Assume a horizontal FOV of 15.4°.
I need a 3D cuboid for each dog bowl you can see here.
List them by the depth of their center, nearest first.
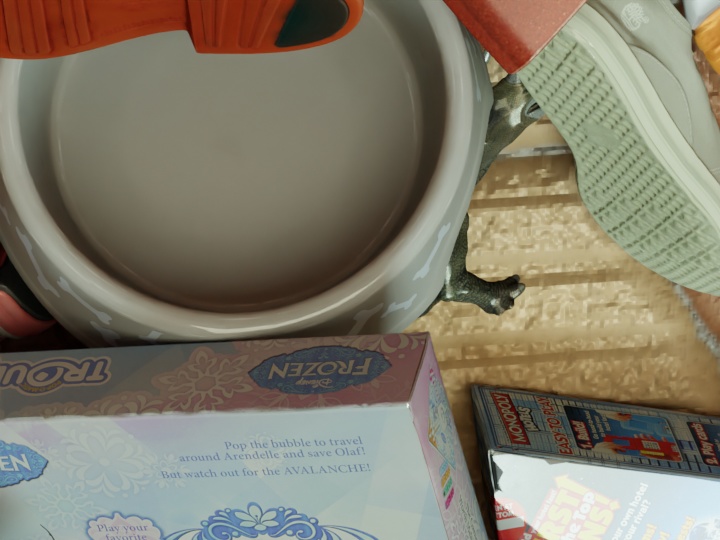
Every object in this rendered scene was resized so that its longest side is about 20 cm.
[{"bbox_3d":[-0.047,-0.058,0.985,0.199,0.059,0.201,0,81,-1],"label":"dog bowl"}]

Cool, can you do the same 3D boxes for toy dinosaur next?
[{"bbox_3d":[0.000,0.000,1.047,0.200,0.077,0.102,-46,120,-20],"label":"toy dinosaur"}]

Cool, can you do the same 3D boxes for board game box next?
[{"bbox_3d":[-0.050,0.113,0.995,0.199,0.043,0.199,-3,130,17],"label":"board game box"},{"bbox_3d":[0.117,0.138,1.148,0.199,0.062,0.200,22,110,-15],"label":"board game box"}]

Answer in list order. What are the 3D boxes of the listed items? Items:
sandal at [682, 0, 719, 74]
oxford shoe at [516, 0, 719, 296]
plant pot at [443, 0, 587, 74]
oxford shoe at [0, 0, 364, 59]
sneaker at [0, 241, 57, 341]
[{"bbox_3d":[0.175,-0.098,1.070,0.079,0.059,0.207,-29,136,6],"label":"sandal"},{"bbox_3d":[0.115,-0.058,1.046,0.058,0.075,0.200,-58,140,-22],"label":"oxford shoe"},{"bbox_3d":[0.048,-0.215,0.929,0.176,0.200,0.200,40,100,-11],"label":"plant pot"},{"bbox_3d":[-0.099,-0.121,0.939,0.199,0.073,0.071,3,155,-7],"label":"oxford shoe"},{"bbox_3d":[-0.204,-0.036,1.011,0.087,0.074,0.200,-31,109,25],"label":"sneaker"}]
